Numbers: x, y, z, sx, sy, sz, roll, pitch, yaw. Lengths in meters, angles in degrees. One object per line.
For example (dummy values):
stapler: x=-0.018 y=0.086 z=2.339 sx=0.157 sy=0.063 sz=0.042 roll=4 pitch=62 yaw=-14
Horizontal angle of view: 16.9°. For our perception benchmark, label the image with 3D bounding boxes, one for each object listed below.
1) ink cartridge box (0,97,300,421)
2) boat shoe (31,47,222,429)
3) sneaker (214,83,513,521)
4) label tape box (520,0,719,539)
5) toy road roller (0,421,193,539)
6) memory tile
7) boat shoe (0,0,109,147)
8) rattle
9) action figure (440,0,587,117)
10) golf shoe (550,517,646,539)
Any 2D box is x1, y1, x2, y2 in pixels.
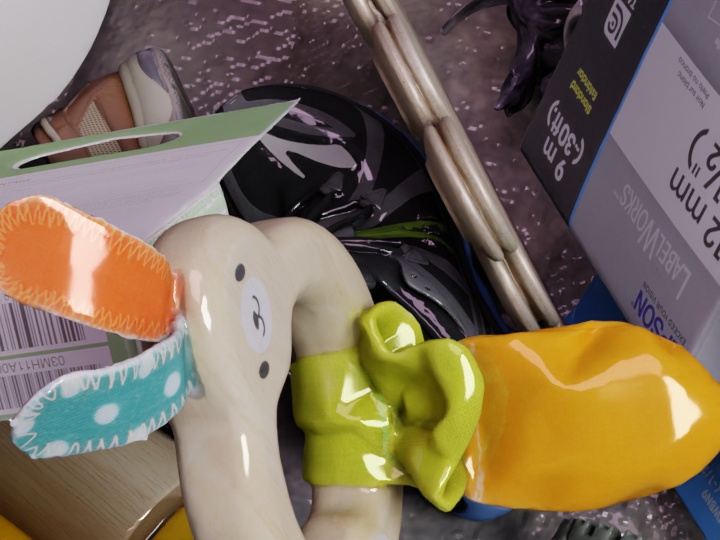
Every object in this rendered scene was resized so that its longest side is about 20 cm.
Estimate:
ink cartridge box: x=-0.107 y=-0.002 z=0.798 sx=0.144 sy=0.048 sz=0.200 roll=-8 pitch=13 yaw=18
boat shoe: x=-0.082 y=-0.003 z=0.889 sx=0.071 sy=0.076 sz=0.201 roll=-21 pitch=37 yaw=1
sneaker: x=0.000 y=0.001 z=0.872 sx=0.071 sy=0.083 sz=0.200 roll=-43 pitch=55 yaw=17
label tape box: x=0.113 y=-0.026 z=0.799 sx=0.066 sy=0.201 sz=0.144 roll=11 pitch=30 yaw=-27
toy road roller: x=-0.137 y=0.099 z=0.782 sx=0.122 sy=0.146 sz=0.200 roll=32 pitch=64 yaw=24
memory tile: x=0.026 y=-0.055 z=0.874 sx=0.017 sy=0.153 sz=0.201 roll=-28 pitch=54 yaw=5
boat shoe: x=-0.172 y=-0.064 z=0.922 sx=0.068 sy=0.072 sz=0.201 roll=41 pitch=100 yaw=37
rattle: x=0.004 y=0.032 z=0.673 sx=0.142 sy=0.200 sz=0.131 roll=10 pitch=66 yaw=27
action figure: x=0.128 y=-0.096 z=0.923 sx=0.199 sy=0.103 sz=0.119 roll=22 pitch=45 yaw=19
golf shoe: x=0.112 y=0.161 z=0.764 sx=0.088 sy=0.077 sz=0.200 roll=-39 pitch=59 yaw=-10
